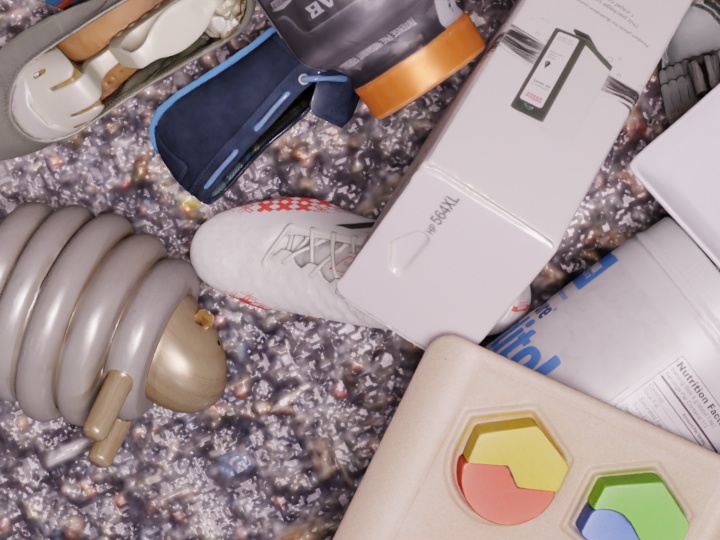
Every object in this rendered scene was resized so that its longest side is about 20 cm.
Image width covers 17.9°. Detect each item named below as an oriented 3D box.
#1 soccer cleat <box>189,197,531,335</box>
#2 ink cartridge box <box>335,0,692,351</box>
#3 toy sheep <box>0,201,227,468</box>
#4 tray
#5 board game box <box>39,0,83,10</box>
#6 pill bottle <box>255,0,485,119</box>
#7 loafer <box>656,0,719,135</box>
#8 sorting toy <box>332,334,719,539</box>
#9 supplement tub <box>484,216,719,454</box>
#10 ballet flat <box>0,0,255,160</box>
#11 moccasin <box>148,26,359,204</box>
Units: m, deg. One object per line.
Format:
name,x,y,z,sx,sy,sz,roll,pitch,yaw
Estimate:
soccer cleat,0.000,0.000,1.311,0.200,0.085,0.069,11,94,1
ink cartridge box,0.082,-0.066,1.230,0.084,0.146,0.200,32,56,-2
toy sheep,-0.167,0.027,1.298,0.200,0.138,0.138,24,94,5
tray,0.245,-0.012,1.256,0.107,0.022,0.200,-39,84,-24
board game box,-0.170,-0.217,1.248,0.103,0.200,0.105,-40,91,3
pill bottle,-0.017,-0.178,1.191,0.106,0.106,0.200,-34,97,3
loafer,0.218,-0.064,1.306,0.072,0.063,0.200,-18,93,18
sorting toy,0.092,0.154,1.215,0.200,0.036,0.185,25,98,-7
supplement tub,0.131,0.078,1.289,0.200,0.132,0.132,-38,91,3
ballet flat,-0.147,-0.123,1.315,0.200,0.064,0.067,-33,117,2
moccasin,-0.024,-0.108,1.316,0.200,0.080,0.068,-34,77,16
